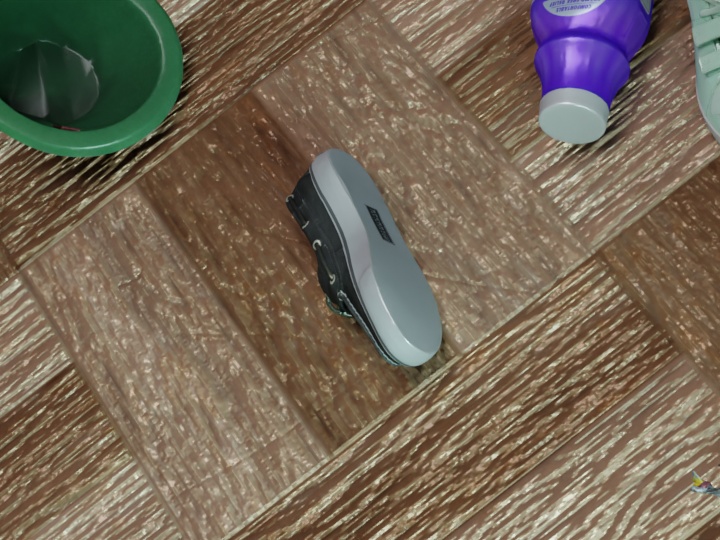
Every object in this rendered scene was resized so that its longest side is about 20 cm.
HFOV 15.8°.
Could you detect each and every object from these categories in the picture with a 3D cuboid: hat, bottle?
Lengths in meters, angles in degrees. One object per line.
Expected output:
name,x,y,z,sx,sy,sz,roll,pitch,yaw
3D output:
hat,-0.248,-0.136,2.035,0.200,0.176,0.166,25,64,-1
bottle,0.160,-0.182,1.802,0.083,0.065,0.200,-4,56,26

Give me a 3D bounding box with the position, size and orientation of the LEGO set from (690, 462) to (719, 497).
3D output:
LEGO set,0.292,0.135,1.411,0.200,0.116,0.154,-13,27,-30

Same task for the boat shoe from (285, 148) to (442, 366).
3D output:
boat shoe,0.000,0.000,1.768,0.057,0.069,0.200,-43,43,21

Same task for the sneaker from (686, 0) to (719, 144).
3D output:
sneaker,0.240,-0.172,1.714,0.074,0.118,0.201,-18,51,15
